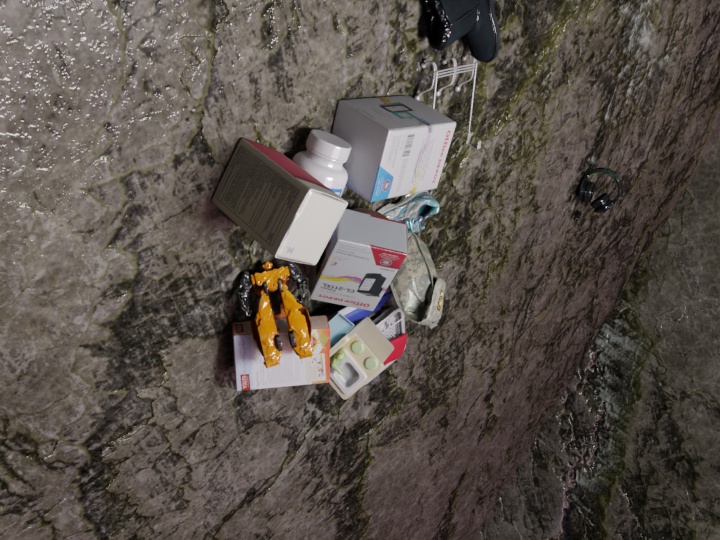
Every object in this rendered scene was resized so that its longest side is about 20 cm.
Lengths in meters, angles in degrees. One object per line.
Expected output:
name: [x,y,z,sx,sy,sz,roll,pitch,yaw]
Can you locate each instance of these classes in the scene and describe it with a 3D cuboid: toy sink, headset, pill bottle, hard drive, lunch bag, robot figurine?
toy sink: [-0.016,0.207,1.728,0.130,0.112,0.200,-43,176,16]
headset: [0.737,-0.234,2.363,0.094,0.123,0.201,-38,164,-55]
pill bottle: [-0.089,-0.153,1.400,0.111,0.112,0.202,-2,122,-50]
hard drive: [-0.028,0.105,1.719,0.198,0.026,0.132,-27,168,-25]
lunch bag: [0.129,0.030,1.705,0.116,0.203,0.164,-24,169,11]
robot figurine: [-0.164,0.081,1.473,0.143,0.203,0.058,-12,174,-12]

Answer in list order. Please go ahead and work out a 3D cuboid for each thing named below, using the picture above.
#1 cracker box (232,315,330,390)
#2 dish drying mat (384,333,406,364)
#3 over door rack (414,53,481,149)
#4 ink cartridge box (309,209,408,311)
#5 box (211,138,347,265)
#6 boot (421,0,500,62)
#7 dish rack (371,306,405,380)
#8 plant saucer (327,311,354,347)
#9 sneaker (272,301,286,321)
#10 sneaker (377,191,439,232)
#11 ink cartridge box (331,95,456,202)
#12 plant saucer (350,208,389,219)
cracker box: [-0.163,0.170,1.551,0.196,0.058,0.136,-4,118,-11]
dish drying mat: [0.045,0.225,1.920,0.198,0.018,0.078,-21,135,-40]
over door rack: [0.184,-0.346,1.587,0.147,0.066,0.203,-22,116,-39]
ink cartridge box: [-0.007,-0.016,1.478,0.143,0.084,0.201,11,141,-14]
box: [-0.140,-0.118,1.285,0.108,0.199,0.129,12,112,-53]
boot: [0.197,-0.476,1.485,0.168,0.076,0.202,-40,138,-26]
dish rack: [0.043,0.189,1.940,0.171,0.043,0.202,-37,144,-24]
plant saucer: [-0.104,0.167,1.625,0.200,0.019,0.070,-43,139,5]
sneaker: [-0.167,0.139,1.628,0.076,0.073,0.202,-14,135,-10]
sneaker: [0.096,-0.113,1.688,0.199,0.086,0.078,-41,145,-18]
ink cartridge box: [0.059,-0.243,1.467,0.198,0.146,0.149,-16,132,-43]
plant saucer: [-0.001,-0.029,1.590,0.197,0.035,0.204,-4,109,-11]
